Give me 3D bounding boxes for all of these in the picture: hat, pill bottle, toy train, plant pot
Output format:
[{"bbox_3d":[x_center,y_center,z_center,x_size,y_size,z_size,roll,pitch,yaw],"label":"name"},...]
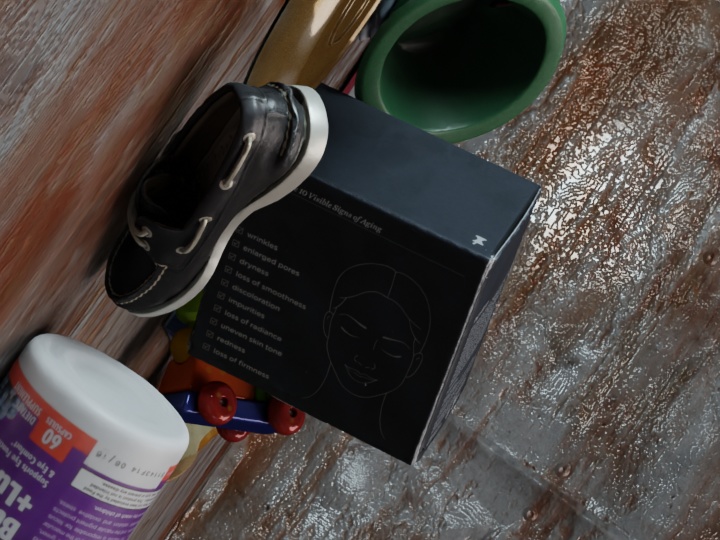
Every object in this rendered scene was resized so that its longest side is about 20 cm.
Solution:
[{"bbox_3d":[0.052,-0.210,1.486,0.201,0.164,0.177,105,-27,-49],"label":"hat"},{"bbox_3d":[-0.196,0.147,1.119,0.201,0.111,0.111,-56,177,8],"label":"pill bottle"},{"bbox_3d":[-0.133,0.065,1.504,0.084,0.199,0.117,-13,-109,46],"label":"toy train"},{"bbox_3d":[-0.010,-0.181,1.268,0.201,0.027,0.200,-56,177,-5],"label":"plant pot"}]

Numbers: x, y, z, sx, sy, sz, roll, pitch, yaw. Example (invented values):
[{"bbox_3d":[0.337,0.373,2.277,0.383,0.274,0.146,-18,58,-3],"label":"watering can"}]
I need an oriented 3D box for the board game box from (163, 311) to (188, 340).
[{"bbox_3d":[-0.092,-0.007,1.682,0.201,0.043,0.199,-54,178,-8],"label":"board game box"}]

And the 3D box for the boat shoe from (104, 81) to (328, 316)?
[{"bbox_3d":[-0.098,-0.040,1.100,0.060,0.074,0.200,8,147,-40],"label":"boat shoe"}]

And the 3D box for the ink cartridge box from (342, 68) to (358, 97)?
[{"bbox_3d":[0.054,-0.177,1.742,0.148,0.085,0.200,-56,178,11],"label":"ink cartridge box"}]

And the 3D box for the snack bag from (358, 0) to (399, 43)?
[{"bbox_3d":[0.061,-0.270,1.475,0.201,0.021,0.189,-55,177,-3],"label":"snack bag"}]

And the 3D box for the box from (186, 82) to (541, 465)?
[{"bbox_3d":[0.000,0.000,1.421,0.124,0.199,0.198,-52,165,-52],"label":"box"}]

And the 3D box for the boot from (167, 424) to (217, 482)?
[{"bbox_3d":[-0.193,0.157,1.716,0.201,0.071,0.144,-30,180,-40],"label":"boot"}]
